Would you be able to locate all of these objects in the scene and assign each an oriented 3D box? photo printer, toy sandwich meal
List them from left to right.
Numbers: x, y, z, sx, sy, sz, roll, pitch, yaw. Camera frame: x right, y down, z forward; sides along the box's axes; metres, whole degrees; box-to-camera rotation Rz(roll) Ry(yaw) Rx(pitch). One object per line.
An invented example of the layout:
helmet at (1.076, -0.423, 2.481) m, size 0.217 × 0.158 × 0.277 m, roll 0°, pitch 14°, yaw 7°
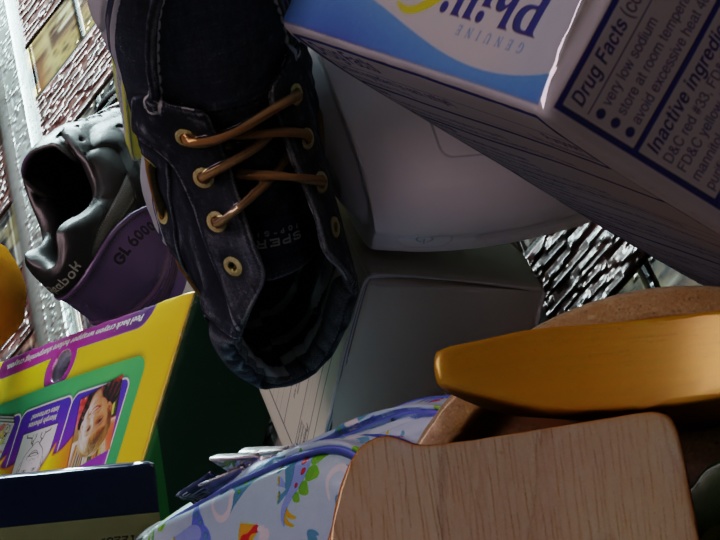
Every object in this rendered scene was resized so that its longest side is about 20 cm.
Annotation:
photo printer at (0.045, -0.108, 1.056) m, size 0.069 × 0.166 × 0.200 m, roll 104°, pitch 146°, yaw -70°
toy sandwich meal at (0.084, 0.088, 0.837) m, size 0.205 × 0.070 × 0.205 m, roll -3°, pitch 73°, yaw 10°

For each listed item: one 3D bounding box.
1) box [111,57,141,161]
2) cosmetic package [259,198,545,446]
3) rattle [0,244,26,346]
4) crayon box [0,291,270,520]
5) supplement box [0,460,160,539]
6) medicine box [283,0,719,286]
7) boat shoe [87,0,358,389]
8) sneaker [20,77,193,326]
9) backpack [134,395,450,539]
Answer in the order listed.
box at (0.005, -0.090, 1.126) m, size 0.075 × 0.200 × 0.050 m, roll -110°, pitch 15°, yaw -56°
cosmetic package at (0.000, 0.000, 1.135) m, size 0.200 × 0.073 × 0.104 m, roll -117°, pitch 36°, yaw -56°
rattle at (-0.229, 0.096, 1.347) m, size 0.143 × 0.130 × 0.200 m, roll -97°, pitch 14°, yaw -65°
crayon box at (-0.126, 0.114, 1.286) m, size 0.200 × 0.058 × 0.173 m, roll -19°, pitch 49°, yaw 52°
supplement box at (-0.174, 0.184, 1.134) m, size 0.200 × 0.134 × 0.200 m, roll -13°, pitch 82°, yaw 54°
medicine box at (0.108, -0.061, 0.908) m, size 0.103 × 0.200 × 0.182 m, roll -61°, pitch 28°, yaw -2°
boat shoe at (-0.038, -0.044, 0.981) m, size 0.071 × 0.200 × 0.091 m, roll -22°, pitch 59°, yaw -10°
sneaker at (-0.115, -0.056, 1.396) m, size 0.076 × 0.088 × 0.200 m, roll -43°, pitch 32°, yaw 31°
backpack at (0.007, 0.121, 0.978) m, size 0.200 × 0.154 × 0.163 m, roll -24°, pitch 69°, yaw 27°
